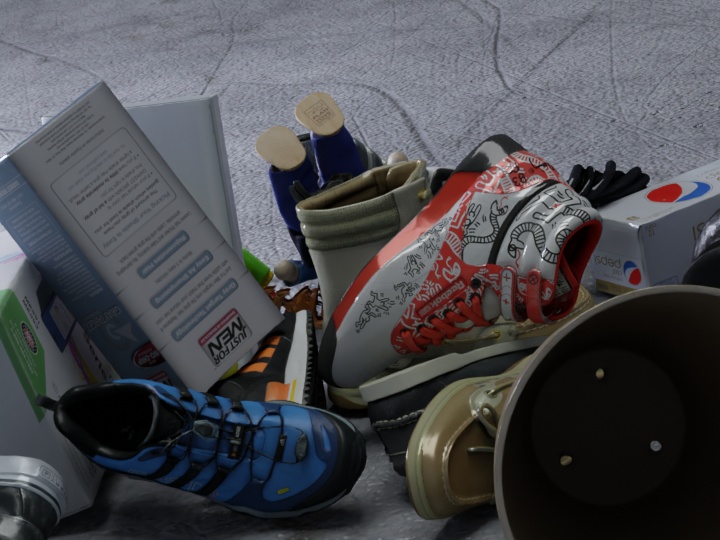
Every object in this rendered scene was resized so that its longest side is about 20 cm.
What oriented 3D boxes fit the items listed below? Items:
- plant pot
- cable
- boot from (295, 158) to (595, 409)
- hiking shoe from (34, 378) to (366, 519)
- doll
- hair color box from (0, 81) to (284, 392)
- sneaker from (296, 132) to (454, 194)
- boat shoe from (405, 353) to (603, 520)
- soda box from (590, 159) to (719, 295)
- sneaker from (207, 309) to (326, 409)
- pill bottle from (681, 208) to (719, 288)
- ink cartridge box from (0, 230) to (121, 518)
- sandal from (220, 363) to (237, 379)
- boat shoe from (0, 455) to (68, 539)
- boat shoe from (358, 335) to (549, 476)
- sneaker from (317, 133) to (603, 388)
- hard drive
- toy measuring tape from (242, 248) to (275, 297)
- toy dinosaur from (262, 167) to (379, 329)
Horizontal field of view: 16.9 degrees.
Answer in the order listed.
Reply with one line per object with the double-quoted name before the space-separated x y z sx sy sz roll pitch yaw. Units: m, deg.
"plant pot" 0.152 0.096 1.307 0.187 0.188 0.200 -12 4 -3
"cable" 0.140 -0.047 1.832 0.200 0.051 0.163 -14 -12 -45
"boot" 0.061 -0.002 1.648 0.199 0.155 0.072 -15 17 -12
"hiking shoe" -0.096 0.109 1.480 0.199 0.075 0.087 3 -10 23
"doll" -0.019 -0.048 1.820 0.136 0.200 0.048 -41 57 -16
"hair color box" -0.152 -0.012 1.591 0.099 0.200 0.061 -43 10 -38
"sneaker" -0.011 -0.059 1.956 0.200 0.075 0.115 15 -12 -35
"boat shoe" 0.098 0.094 1.468 0.063 0.074 0.200 0 20 37
"soda box" 0.264 -0.039 1.796 0.200 0.064 0.068 -21 20 -30
"sneaker" -0.072 0.080 1.613 0.090 0.070 0.200 -7 20 2
"pill bottle" 0.288 -0.011 1.618 0.112 0.112 0.200 0 21 31
"ink cartridge box" -0.227 0.068 1.603 0.087 0.146 0.200 -21 16 8
"sandal" -0.154 0.004 1.684 0.079 0.200 0.087 -36 -21 13
"boat shoe" -0.276 0.159 1.490 0.199 0.072 0.071 -13 36 28
"boat shoe" 0.073 0.085 1.546 0.072 0.068 0.200 -26 -7 34
"sneaker" 0.068 0.016 1.556 0.108 0.067 0.202 39 87 29
"hard drive" -0.152 -0.022 1.757 0.131 0.201 0.027 -5 11 17
"toy measuring tape" -0.102 0.017 1.862 0.073 0.074 0.200 -12 1 -4
"toy dinosaur" 0.000 0.000 1.708 0.199 0.136 0.102 -9 7 -21
